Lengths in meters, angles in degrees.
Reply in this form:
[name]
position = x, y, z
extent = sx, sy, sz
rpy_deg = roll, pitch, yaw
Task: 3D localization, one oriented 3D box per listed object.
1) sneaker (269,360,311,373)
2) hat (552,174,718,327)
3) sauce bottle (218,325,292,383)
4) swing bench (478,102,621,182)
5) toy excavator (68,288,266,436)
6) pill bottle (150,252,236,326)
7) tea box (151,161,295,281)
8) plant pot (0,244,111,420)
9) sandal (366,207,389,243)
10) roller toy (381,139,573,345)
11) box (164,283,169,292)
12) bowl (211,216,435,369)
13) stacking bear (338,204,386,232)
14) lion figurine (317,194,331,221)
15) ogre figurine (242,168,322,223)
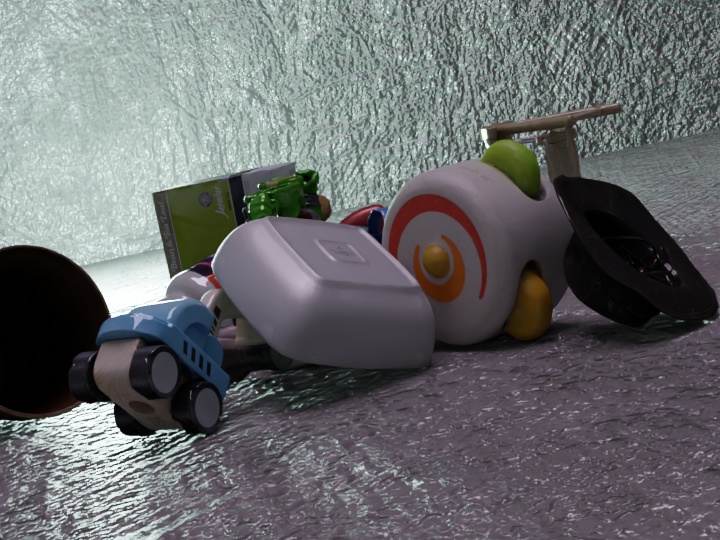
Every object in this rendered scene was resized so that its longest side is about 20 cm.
[sneaker]
position = -0.094, 0.063, 1.511
extent = 0.070, 0.081, 0.200
rpy_deg = -15, 6, -17
[hat]
position = 0.249, -0.002, 1.308
extent = 0.200, 0.201, 0.081
rpy_deg = -21, -28, -56
[sauce bottle]
position = -0.160, 0.091, 1.443
extent = 0.198, 0.067, 0.066
rpy_deg = -9, 7, 36
[swing bench]
position = 0.251, -0.106, 1.796
extent = 0.199, 0.201, 0.129
rpy_deg = -5, 9, 43
[toy excavator]
position = -0.160, 0.067, 1.279
extent = 0.099, 0.195, 0.202
rpy_deg = -6, 53, 33
[pill bottle]
position = -0.170, 0.037, 1.641
extent = 0.111, 0.113, 0.199
rpy_deg = -4, 22, 46
[tea box]
position = -0.185, -0.044, 2.004
extent = 0.194, 0.203, 0.134
rpy_deg = -9, 8, 14
[plant pot]
position = -0.402, 0.091, 1.491
extent = 0.186, 0.189, 0.199
rpy_deg = -17, -6, -39
[sandal]
position = 0.000, 0.000, 1.561
extent = 0.200, 0.087, 0.079
rpy_deg = -47, 35, -8
[roller toy]
position = 0.118, -0.019, 1.391
extent = 0.139, 0.202, 0.182
rpy_deg = -16, -1, -42
[box]
position = -0.160, 0.037, 1.839
extent = 0.198, 0.080, 0.141
rpy_deg = -13, 5, -14
[bowl]
position = -0.031, 0.012, 1.321
extent = 0.198, 0.075, 0.200
rpy_deg = 5, 27, -35
[stacking bear]
position = 0.002, 0.002, 1.746
extent = 0.112, 0.123, 0.200
rpy_deg = -17, 14, 5
[lion figurine]
position = -0.077, -0.059, 1.765
extent = 0.122, 0.073, 0.201
rpy_deg = -25, 30, 27
[ogre figurine]
position = -0.074, -0.041, 1.486
extent = 0.097, 0.121, 0.200
rpy_deg = -14, 9, -4
